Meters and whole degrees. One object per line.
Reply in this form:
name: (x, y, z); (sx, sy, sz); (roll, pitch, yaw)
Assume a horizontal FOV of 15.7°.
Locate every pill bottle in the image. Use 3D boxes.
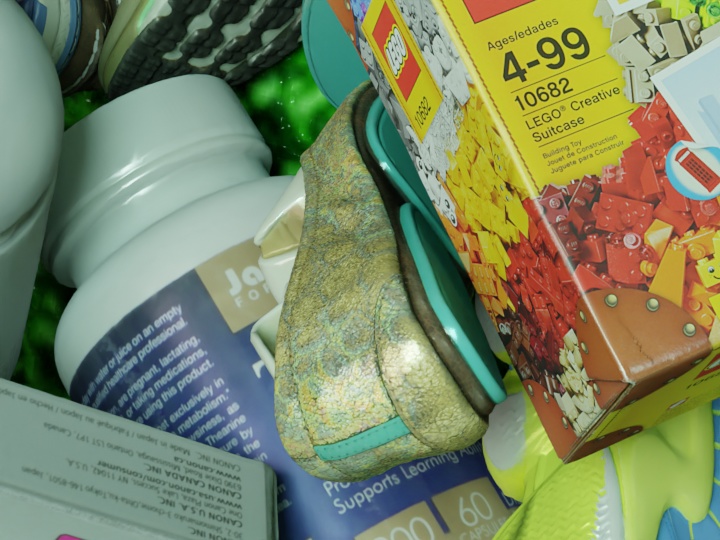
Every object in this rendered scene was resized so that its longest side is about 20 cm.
pill bottle: (-0.027, 0.041, 0.823); (0.111, 0.111, 0.200); (-40, 71, 27)

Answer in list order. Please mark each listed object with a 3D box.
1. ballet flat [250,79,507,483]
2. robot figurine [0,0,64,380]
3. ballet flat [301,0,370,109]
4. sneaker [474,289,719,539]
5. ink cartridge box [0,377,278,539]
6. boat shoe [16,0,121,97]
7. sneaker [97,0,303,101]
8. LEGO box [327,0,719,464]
ballet flat: (0.000, 0.000, 0.739); (0.071, 0.200, 0.071); (0, 113, -1)
robot figurine: (-0.150, -0.019, 0.778); (0.113, 0.170, 0.200); (21, 140, 2)
ballet flat: (0.023, -0.113, 0.780); (0.067, 0.200, 0.070); (21, 66, 6)
sneaker: (0.090, 0.040, 0.781); (0.076, 0.105, 0.200); (-19, 52, 46)
ink cartridge box: (-0.151, 0.088, 0.746); (0.174, 0.200, 0.044); (-50, 31, 38)
boat shoe: (-0.136, -0.143, 0.906); (0.072, 0.072, 0.200); (-30, 68, 27)
sneaker: (-0.037, -0.146, 0.855); (0.089, 0.077, 0.200); (39, 104, 35)
LEGO box: (0.113, -0.060, 0.684); (0.149, 0.200, 0.077); (64, 163, 13)
